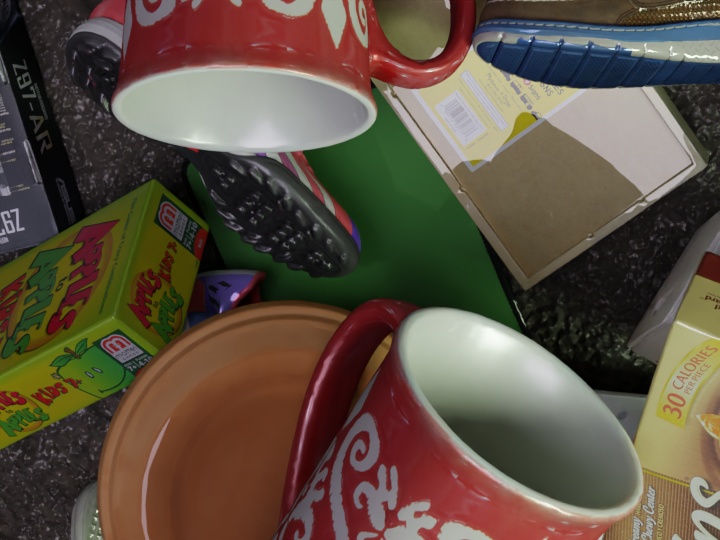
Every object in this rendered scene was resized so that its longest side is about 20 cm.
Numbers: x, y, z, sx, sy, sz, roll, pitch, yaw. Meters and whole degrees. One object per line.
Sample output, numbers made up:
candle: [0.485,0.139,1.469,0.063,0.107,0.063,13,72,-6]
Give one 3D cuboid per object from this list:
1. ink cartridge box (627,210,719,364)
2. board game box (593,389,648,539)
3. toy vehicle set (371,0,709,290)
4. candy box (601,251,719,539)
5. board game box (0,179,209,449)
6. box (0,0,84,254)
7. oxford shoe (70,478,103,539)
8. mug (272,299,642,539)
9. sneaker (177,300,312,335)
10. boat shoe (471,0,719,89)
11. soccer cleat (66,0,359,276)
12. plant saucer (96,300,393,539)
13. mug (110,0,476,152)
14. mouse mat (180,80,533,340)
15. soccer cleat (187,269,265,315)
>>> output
ink cartridge box: [0.250,0.049,1.028,0.199,0.147,0.083,31,83,3]
board game box: [0.110,0.155,1.139,0.198,0.026,0.202,6,110,-10]
toy vehicle set: [0.082,-0.105,1.090,0.124,0.027,0.201,-34,97,19]
candy box: [0.188,0.095,0.961,0.115,0.055,0.201,22,138,13]
board game box: [-0.178,0.035,1.140,0.199,0.102,0.048,-27,126,35]
box: [-0.279,-0.078,1.188,0.199,0.044,0.161,-13,104,18]
oxford shoe: [-0.140,0.223,1.244,0.058,0.075,0.201,-1,110,53]
mug: [0.023,0.126,0.965,0.133,0.178,0.201,28,115,-13]
sneaker: [-0.019,0.104,1.107,0.114,0.081,0.201,-18,98,1]
boat shoe: [0.154,-0.135,1.032,0.198,0.072,0.073,1,80,-10]
soccer cleat: [-0.068,-0.079,1.111,0.200,0.073,0.068,41,146,-7]
plant saucer: [-0.038,0.117,1.053,0.198,0.037,0.202,-1,95,-8]
mug: [-0.041,-0.171,1.032,0.133,0.177,0.202,-14,71,45]
mouse mat: [0.000,0.000,1.161,0.160,0.008,0.201,-19,103,20]
soccer cleat: [-0.056,0.094,1.171,0.073,0.068,0.201,-17,101,27]
